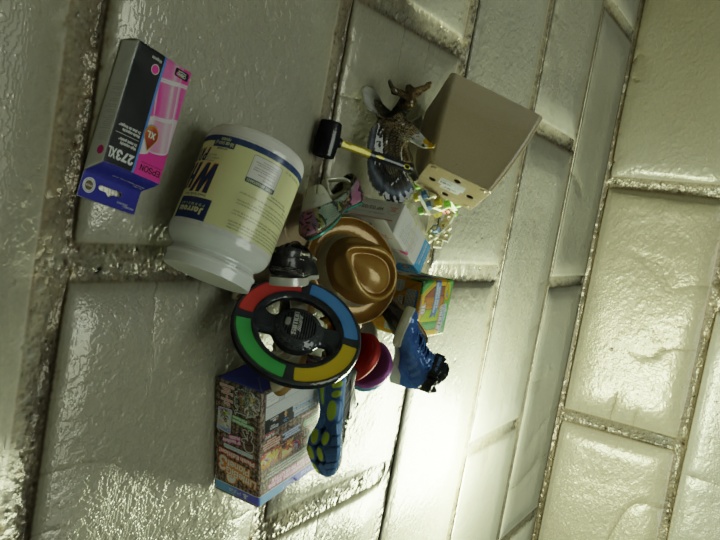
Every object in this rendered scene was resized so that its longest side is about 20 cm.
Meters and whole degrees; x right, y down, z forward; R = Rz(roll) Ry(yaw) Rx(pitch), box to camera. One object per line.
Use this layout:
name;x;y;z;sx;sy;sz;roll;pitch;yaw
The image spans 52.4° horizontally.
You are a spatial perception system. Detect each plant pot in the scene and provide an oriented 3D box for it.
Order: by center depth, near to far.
plant pot;0.212;-0.240;1.471;0.200;0.199;0.177;134;-20;-76

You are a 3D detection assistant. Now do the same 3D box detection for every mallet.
mallet;0.006;-0.198;1.288;0.200;0.041;0.066;23;87;-29

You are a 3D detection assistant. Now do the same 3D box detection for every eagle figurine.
eagle figurine;0.071;-0.245;1.378;0.151;0.151;0.200;-6;130;-29

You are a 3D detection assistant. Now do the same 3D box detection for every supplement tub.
supplement tub;-0.175;-0.082;1.006;0.145;0.145;0.200;39;68;-57

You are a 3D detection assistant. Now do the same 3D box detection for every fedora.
fedora;0.000;0.000;1.272;0.200;0.082;0.201;1;88;-34

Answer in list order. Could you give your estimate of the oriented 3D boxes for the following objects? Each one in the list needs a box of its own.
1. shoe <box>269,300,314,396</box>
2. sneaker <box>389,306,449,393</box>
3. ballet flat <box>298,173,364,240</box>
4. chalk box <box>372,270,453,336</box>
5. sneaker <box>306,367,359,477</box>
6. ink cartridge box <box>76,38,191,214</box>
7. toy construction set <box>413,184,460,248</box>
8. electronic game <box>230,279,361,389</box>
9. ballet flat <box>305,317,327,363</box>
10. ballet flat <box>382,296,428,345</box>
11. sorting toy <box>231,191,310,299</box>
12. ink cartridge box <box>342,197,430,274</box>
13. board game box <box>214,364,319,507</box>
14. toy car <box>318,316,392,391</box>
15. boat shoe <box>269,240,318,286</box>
shoe;-0.117;0.106;1.152;0.053;0.070;0.200;34;43;-24
sneaker;0.119;0.155;1.374;0.077;0.111;0.200;-58;159;-47
ballet flat;-0.054;-0.115;1.216;0.200;0.069;0.071;-43;119;-56
chalk box;0.115;0.067;1.563;0.200;0.124;0.125;-2;104;-59
sneaker;-0.038;0.253;1.241;0.083;0.071;0.200;7;92;-54
ink cartridge box;-0.279;-0.174;0.909;0.095;0.037;0.200;22;84;-59
toy construction set;0.176;-0.140;1.618;0.200;0.092;0.131;65;22;-56
electronic game;-0.095;0.090;1.094;0.200;0.200;0.042;-44;165;-43
ballet flat;-0.082;0.121;1.208;0.069;0.200;0.071;24;105;-19
ballet flat;0.061;0.074;1.438;0.046;0.200;0.067;-42;173;-49
sorting toy;-0.141;-0.043;1.192;0.200;0.036;0.186;6;96;-64
ink cartridge box;0.045;-0.078;1.402;0.068;0.115;0.200;-66;148;-19
board game box;-0.152;0.257;1.217;0.159;0.097;0.200;-19;117;-55
toy car;-0.014;0.160;1.359;0.175;0.150;0.200;-66;148;-19
boat shoe;-0.102;-0.015;1.109;0.200;0.074;0.060;-48;143;-83
